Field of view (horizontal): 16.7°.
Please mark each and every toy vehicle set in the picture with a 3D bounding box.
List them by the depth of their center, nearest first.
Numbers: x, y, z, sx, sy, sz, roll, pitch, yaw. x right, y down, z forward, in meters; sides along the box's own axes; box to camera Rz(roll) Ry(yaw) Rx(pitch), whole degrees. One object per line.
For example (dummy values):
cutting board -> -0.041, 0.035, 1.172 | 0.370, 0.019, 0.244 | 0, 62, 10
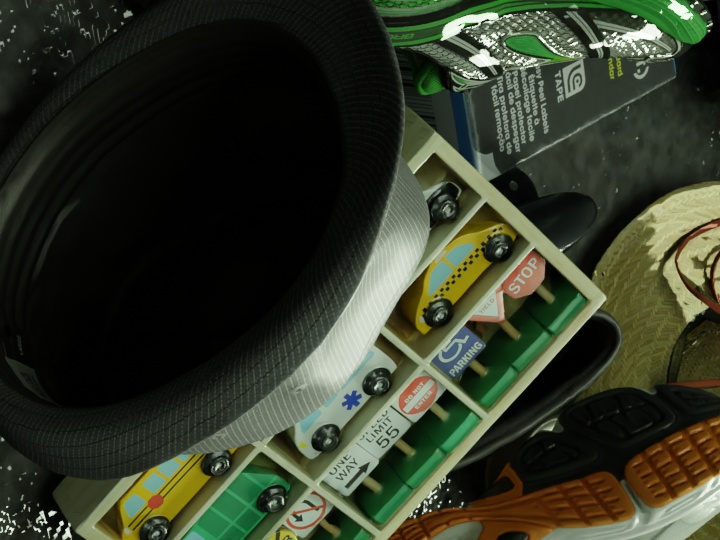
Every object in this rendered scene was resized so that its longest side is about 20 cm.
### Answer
toy vehicle set -> -0.009, 0.047, 0.943 | 0.200, 0.027, 0.124 | -48, 131, 4

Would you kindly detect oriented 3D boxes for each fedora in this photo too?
fedora -> -0.046, -0.006, 0.852 | 0.200, 0.177, 0.090 | -39, 140, 13

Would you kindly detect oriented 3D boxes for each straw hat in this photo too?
straw hat -> 0.179, 0.066, 1.155 | 0.200, 0.085, 0.202 | 4, 68, -11

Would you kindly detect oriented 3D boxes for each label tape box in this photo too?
label tape box -> 0.083, -0.141, 1.043 | 0.200, 0.063, 0.145 | -29, 118, -38

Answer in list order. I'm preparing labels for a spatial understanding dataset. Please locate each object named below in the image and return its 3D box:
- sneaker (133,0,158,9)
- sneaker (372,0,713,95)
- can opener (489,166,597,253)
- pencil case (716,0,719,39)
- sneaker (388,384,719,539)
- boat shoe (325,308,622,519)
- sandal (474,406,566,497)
sneaker -> -0.027, -0.105, 0.935 | 0.200, 0.070, 0.076 | 43, 66, -41
sneaker -> 0.055, -0.109, 0.939 | 0.199, 0.078, 0.085 | 7, 128, -41
can opener -> 0.000, 0.000, 0.989 | 0.199, 0.079, 0.064 | -19, 73, -28
pencil case -> 0.211, -0.170, 1.151 | 0.087, 0.087, 0.201 | -13, 109, -43
sneaker -> 0.088, 0.125, 1.060 | 0.199, 0.076, 0.092 | -28, 131, -1
boat shoe -> 0.032, 0.053, 1.032 | 0.200, 0.057, 0.067 | -29, 118, -39
sandal -> 0.122, 0.132, 1.140 | 0.082, 0.054, 0.200 | -53, 130, -24
